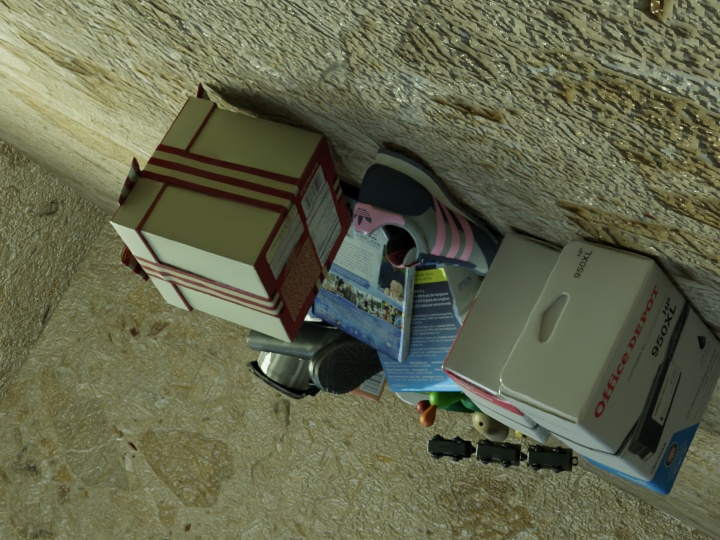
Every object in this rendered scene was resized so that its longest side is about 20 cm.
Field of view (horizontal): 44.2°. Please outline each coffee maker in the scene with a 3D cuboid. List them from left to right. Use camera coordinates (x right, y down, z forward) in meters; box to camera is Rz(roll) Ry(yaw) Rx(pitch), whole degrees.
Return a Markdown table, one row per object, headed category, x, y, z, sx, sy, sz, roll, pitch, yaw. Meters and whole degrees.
| category | x | y | z | sx | sy | sz | roll | pitch | yaw |
| --- | --- | --- | --- | --- | --- | --- | --- | --- | --- |
| coffee maker | -0.076 | 0.077 | 1.405 | 0.133 | 0.202 | 0.192 | 25 | -168 | -8 |

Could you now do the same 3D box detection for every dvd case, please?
| category | x | y | z | sx | sy | sz | roll | pitch | yaw |
| --- | --- | --- | --- | --- | --- | --- | --- | --- | --- |
| dvd case | 0.001 | -0.002 | 1.015 | 0.142 | 0.018 | 0.202 | 27 | 134 | 29 |

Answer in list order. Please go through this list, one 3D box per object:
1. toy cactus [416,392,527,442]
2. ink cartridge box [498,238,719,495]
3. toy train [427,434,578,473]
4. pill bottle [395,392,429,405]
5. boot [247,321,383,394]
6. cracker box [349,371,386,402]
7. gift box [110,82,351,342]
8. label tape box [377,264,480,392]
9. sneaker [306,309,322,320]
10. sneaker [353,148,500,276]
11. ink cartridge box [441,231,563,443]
| category | x | y | z | sx | sy | sz | roll | pitch | yaw |
| --- | --- | --- | --- | --- | --- | --- | --- | --- | --- |
| toy cactus | 0.157 | 0.184 | 1.160 | 0.198 | 0.103 | 0.165 | -4 | 143 | 29 |
| ink cartridge box | 0.222 | 0.086 | 0.757 | 0.084 | 0.146 | 0.200 | 18 | 167 | 45 |
| toy train | 0.185 | 0.240 | 1.162 | 0.197 | 0.035 | 0.046 | 2 | 168 | 22 |
| pill bottle | 0.100 | 0.144 | 1.429 | 0.110 | 0.112 | 0.200 | 29 | -166 | 1 |
| boot | -0.075 | 0.101 | 1.180 | 0.198 | 0.067 | 0.164 | 13 | -168 | 36 |
| cracker box | 0.025 | 0.103 | 1.368 | 0.057 | 0.135 | 0.200 | 19 | -169 | -4 |
| gift box | -0.132 | -0.066 | 0.901 | 0.185 | 0.186 | 0.201 | 16 | 149 | 20 |
| label tape box | 0.074 | 0.041 | 1.044 | 0.142 | 0.066 | 0.202 | -6 | 107 | 42 |
| sneaker | 0.024 | 0.008 | 1.161 | 0.196 | 0.117 | 0.081 | -1 | -178 | -7 |
| sneaker | 0.062 | -0.030 | 0.827 | 0.070 | 0.083 | 0.199 | 19 | 167 | 49 |
| ink cartridge box | 0.164 | 0.071 | 0.861 | 0.084 | 0.147 | 0.200 | 23 | 169 | 27 |
